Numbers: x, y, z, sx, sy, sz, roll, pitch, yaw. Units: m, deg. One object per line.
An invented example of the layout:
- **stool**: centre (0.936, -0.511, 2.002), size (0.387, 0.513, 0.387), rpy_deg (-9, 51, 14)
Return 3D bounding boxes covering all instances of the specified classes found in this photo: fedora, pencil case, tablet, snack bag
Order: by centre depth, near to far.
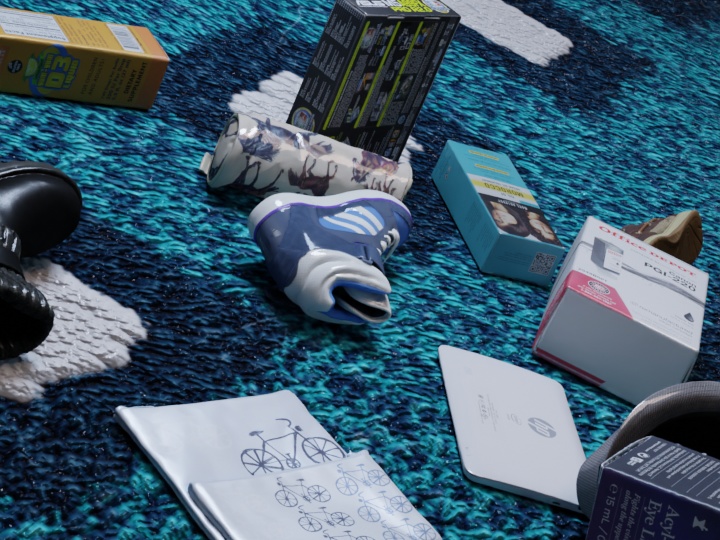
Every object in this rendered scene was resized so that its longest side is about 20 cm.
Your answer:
- **snack bag**: centre (-0.061, 0.153, 1.295), size (0.187, 0.022, 0.200), rpy_deg (-3, 37, -44)
- **fedora**: centre (0.246, 0.174, 1.408), size (0.198, 0.179, 0.090), rpy_deg (-12, 10, -27)
- **tablet**: centre (0.137, 0.136, 1.513), size (0.129, 0.014, 0.201), rpy_deg (18, 27, -15)
- **pencil case**: centre (-0.053, -0.093, 1.703), size (0.198, 0.090, 0.078), rpy_deg (16, 55, -17)

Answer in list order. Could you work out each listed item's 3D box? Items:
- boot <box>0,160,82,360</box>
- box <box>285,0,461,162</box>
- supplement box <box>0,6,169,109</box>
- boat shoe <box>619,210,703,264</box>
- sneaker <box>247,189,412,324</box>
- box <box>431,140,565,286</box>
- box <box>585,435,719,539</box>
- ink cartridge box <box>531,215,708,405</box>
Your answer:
- **boot**: centre (-0.271, -0.007, 1.342), size (0.210, 0.080, 0.158), rpy_deg (-13, 41, -44)
- **box**: centre (0.005, -0.184, 1.782), size (0.044, 0.201, 0.159), rpy_deg (40, 30, 30)
- **supplement box**: centre (-0.294, -0.210, 1.723), size (0.198, 0.067, 0.069), rpy_deg (4, 35, -36)
- **boat shoe**: centre (0.311, -0.017, 1.910), size (0.071, 0.073, 0.200), rpy_deg (4, 25, 32)
- **sneaker**: centre (0.000, 0.000, 1.585), size (0.199, 0.081, 0.147), rpy_deg (2, 42, -46)
- **box**: centre (0.144, -0.063, 1.851), size (0.082, 0.049, 0.201), rpy_deg (13, 28, -23)
- **box**: centre (0.261, 0.226, 1.238), size (0.198, 0.150, 0.104), rpy_deg (18, 16, 27)
- **ink cartridge box**: centre (0.261, 0.041, 1.721), size (0.145, 0.085, 0.200), rpy_deg (26, 24, 3)
